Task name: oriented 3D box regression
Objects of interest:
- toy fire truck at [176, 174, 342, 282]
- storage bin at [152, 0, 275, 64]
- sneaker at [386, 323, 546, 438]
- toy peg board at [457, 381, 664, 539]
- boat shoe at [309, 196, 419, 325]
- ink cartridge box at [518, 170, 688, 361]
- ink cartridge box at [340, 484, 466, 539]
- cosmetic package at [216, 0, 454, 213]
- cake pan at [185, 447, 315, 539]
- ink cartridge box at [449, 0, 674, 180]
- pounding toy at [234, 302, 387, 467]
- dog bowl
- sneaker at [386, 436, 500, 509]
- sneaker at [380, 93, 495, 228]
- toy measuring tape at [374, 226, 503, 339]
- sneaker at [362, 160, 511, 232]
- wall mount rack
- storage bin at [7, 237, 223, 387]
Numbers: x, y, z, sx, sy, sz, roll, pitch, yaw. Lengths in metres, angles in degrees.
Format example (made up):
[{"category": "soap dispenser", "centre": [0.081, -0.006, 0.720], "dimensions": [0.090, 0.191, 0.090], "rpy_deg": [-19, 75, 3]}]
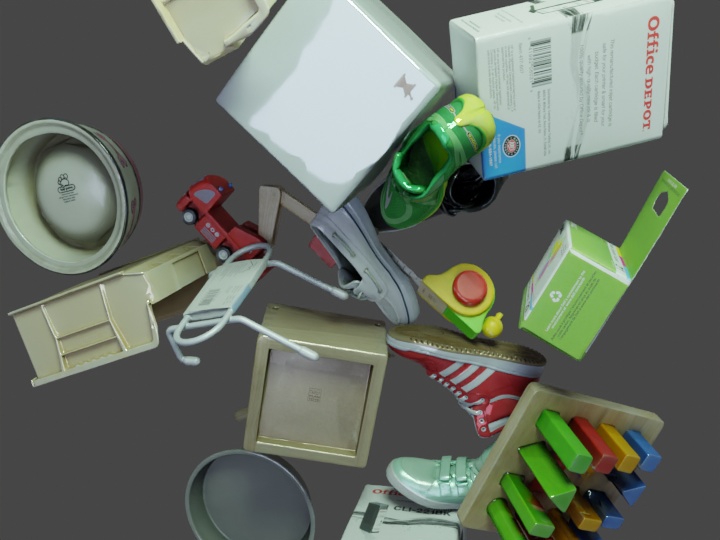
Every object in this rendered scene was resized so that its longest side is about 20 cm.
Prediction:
[{"category": "toy fire truck", "centre": [-0.123, -0.059, 0.932], "dimensions": [0.141, 0.049, 0.200], "rpy_deg": [-42, 91, 20]}, {"category": "storage bin", "centre": [-0.139, -0.322, 0.672], "dimensions": [0.093, 0.201, 0.200], "rpy_deg": [-19, 119, 19]}, {"category": "sneaker", "centre": [0.118, 0.136, 0.901], "dimensions": [0.197, 0.071, 0.114], "rpy_deg": [13, 108, -5]}, {"category": "toy peg board", "centre": [0.250, 0.257, 0.854], "dimensions": [0.197, 0.098, 0.202], "rpy_deg": [16, 111, -22]}, {"category": "boat shoe", "centre": [0.000, 0.000, 0.878], "dimensions": [0.067, 0.073, 0.201], "rpy_deg": [-43, 118, -21]}, {"category": "ink cartridge box", "centre": [0.254, -0.025, 0.794], "dimensions": [0.075, 0.148, 0.202], "rpy_deg": [28, 109, 6]}, {"category": "ink cartridge box", "centre": [0.053, 0.358, 0.926], "dimensions": [0.142, 0.200, 0.085], "rpy_deg": [1, 102, 14]}, {"category": "cosmetic package", "centre": [-0.012, -0.192, 0.786], "dimensions": [0.166, 0.200, 0.168], "rpy_deg": [43, 110, -1]}, {"category": "cake pan", "centre": [-0.154, 0.341, 1.058], "dimensions": [0.197, 0.037, 0.203], "rpy_deg": [4, 106, 14]}, {"category": "ink cartridge box", "centre": [0.200, -0.193, 0.743], "dimensions": [0.197, 0.085, 0.148], "rpy_deg": [-14, 122, -6]}, {"category": "pounding toy", "centre": [-0.073, 0.153, 0.949], "dimensions": [0.181, 0.142, 0.203], "rpy_deg": [9, 110, -3]}, {"category": "dog bowl", "centre": [-0.378, -0.101, 0.973], "dimensions": [0.197, 0.074, 0.203], "rpy_deg": [4, 106, 14]}, {"category": "sneaker", "centre": [0.137, 0.244, 0.936], "dimensions": [0.198, 0.074, 0.120], "rpy_deg": [13, 115, 0]}, {"category": "sneaker", "centre": [0.057, -0.104, 0.745], "dimensions": [0.075, 0.083, 0.200], "rpy_deg": [56, 149, 12]}, {"category": "toy measuring tape", "centre": [0.098, 0.003, 0.889], "dimensions": [0.200, 0.073, 0.074], "rpy_deg": [42, 111, 10]}, {"category": "sneaker", "centre": [0.078, -0.089, 0.846], "dimensions": [0.198, 0.099, 0.071], "rpy_deg": [-21, 101, 20]}, {"category": "wall mount rack", "centre": [-0.117, 0.043, 0.835], "dimensions": [0.171, 0.201, 0.075], "rpy_deg": [-8, 120, 22]}, {"category": "storage bin", "centre": [-0.288, 0.042, 0.923], "dimensions": [0.196, 0.200, 0.095], "rpy_deg": [-17, 99, 18]}]
